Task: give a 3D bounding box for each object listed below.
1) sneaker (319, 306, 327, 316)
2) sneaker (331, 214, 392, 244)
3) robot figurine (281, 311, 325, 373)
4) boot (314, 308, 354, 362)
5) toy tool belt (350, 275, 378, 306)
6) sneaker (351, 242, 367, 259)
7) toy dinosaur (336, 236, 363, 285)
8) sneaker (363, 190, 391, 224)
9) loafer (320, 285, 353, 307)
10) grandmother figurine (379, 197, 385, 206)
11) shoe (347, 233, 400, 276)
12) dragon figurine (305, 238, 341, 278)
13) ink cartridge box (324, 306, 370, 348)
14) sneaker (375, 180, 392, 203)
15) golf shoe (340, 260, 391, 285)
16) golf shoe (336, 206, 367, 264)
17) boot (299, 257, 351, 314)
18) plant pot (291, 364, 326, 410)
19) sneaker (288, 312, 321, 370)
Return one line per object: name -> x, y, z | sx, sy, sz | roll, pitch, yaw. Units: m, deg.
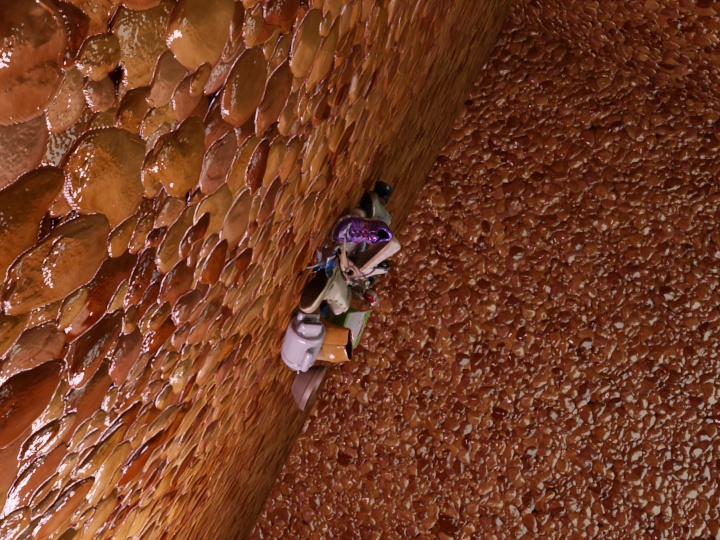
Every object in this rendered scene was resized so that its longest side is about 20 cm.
sneaker -> -0.096, 0.115, 1.867 | 0.199, 0.069, 0.079 | -26, -140, 64
sneaker -> 0.009, -0.112, 1.536 | 0.196, 0.084, 0.082 | -8, 125, -30
robot figurine -> -0.170, 0.211, 1.570 | 0.171, 0.111, 0.202 | -104, -151, -47
boot -> -0.089, 0.176, 1.620 | 0.070, 0.142, 0.206 | -13, 93, -56
toy tool belt -> -0.003, 0.036, 1.871 | 0.124, 0.197, 0.125 | -59, 136, -22
sneaker -> -0.015, -0.093, 1.799 | 0.201, 0.074, 0.115 | 113, 4, -49
toy dinosaur -> -0.042, -0.017, 1.549 | 0.058, 0.102, 0.200 | -32, 165, -9
sneaker -> 0.061, -0.187, 1.771 | 0.088, 0.067, 0.203 | -21, 138, -20
loafer -> -0.068, 0.040, 1.791 | 0.199, 0.072, 0.063 | -39, -170, 0
grandmother figurine -> 0.038, -0.168, 1.881 | 0.202, 0.119, 0.061 | 111, -32, -48
shoe -> 0.038, -0.035, 1.634 | 0.199, 0.053, 0.071 | -36, -140, 23
dragon figurine -> -0.097, -0.018, 1.444 | 0.201, 0.058, 0.101 | -66, 171, -58
ink cartridge box -> -0.054, 0.189, 1.761 | 0.199, 0.075, 0.151 | 2, 111, -68
sneaker -> 0.066, -0.238, 1.894 | 0.200, 0.059, 0.106 | 88, 27, -82
golf shoe -> 0.000, 0.000, 1.735 | 0.078, 0.195, 0.090 | -100, -168, -59
golf shoe -> -0.033, -0.097, 1.615 | 0.092, 0.072, 0.202 | -52, 167, -51
boot -> -0.095, 0.080, 1.556 | 0.202, 0.071, 0.156 | -62, 142, -38
plant pot -> -0.229, 0.477, 2.248 | 0.203, 0.091, 0.201 | -61, 173, -12
sneaker -> -0.178, 0.231, 1.729 | 0.121, 0.082, 0.203 | 110, 4, -73
